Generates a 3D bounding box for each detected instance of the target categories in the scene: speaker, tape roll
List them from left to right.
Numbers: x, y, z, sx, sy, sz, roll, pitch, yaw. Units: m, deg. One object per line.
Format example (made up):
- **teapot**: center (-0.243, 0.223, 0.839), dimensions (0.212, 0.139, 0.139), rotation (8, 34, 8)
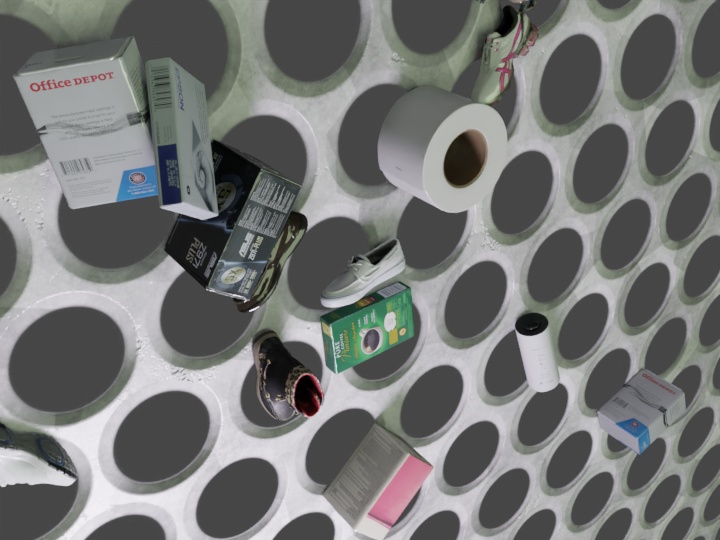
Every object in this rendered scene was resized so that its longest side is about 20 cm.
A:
- **tape roll**: center (0.150, -0.223, 1.546), dimensions (0.202, 0.139, 0.204), rotation (-18, 123, -30)
- **speaker**: center (0.423, 0.196, 2.021), dimensions (0.081, 0.081, 0.201), rotation (-36, 130, -18)

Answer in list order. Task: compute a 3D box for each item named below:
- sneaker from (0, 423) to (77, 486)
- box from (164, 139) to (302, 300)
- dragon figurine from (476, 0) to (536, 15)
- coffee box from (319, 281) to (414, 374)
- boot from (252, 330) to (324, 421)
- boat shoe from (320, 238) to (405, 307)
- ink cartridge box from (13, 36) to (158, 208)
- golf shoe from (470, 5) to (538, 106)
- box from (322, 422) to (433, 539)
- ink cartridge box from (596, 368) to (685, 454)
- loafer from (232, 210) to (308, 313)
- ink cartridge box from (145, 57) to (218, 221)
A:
- **sneaker**: center (-0.542, 0.302, 1.336), dimensions (0.200, 0.075, 0.087), rotation (34, 102, -37)
- **box**: center (-0.203, -0.080, 1.326), dimensions (0.086, 0.164, 0.201), rotation (19, 101, -43)
- **dragon figurine**: center (0.298, -0.537, 1.540), dimensions (0.200, 0.059, 0.100), rotation (-44, 107, -13)
- **coffee box**: center (0.015, 0.111, 1.680), dimensions (0.199, 0.044, 0.124), rotation (-25, 125, -27)
- **boot**: center (-0.128, 0.223, 1.552), dimensions (0.073, 0.150, 0.201), rotation (-22, 125, -27)
- **boat shoe**: center (0.000, 0.000, 1.600), dimensions (0.200, 0.073, 0.066), rotation (-33, 125, -33)
- **ink cartridge box**: center (-0.352, -0.199, 1.150), dimensions (0.144, 0.084, 0.201), rotation (-8, 124, 6)
- **golf shoe**: center (0.252, -0.399, 1.587), dimensions (0.092, 0.072, 0.201), rotation (34, 80, -35)
- **box**: center (0.039, 0.454, 1.820), dimensions (0.200, 0.128, 0.109), rotation (-54, 134, -1)
- **ink cartridge box**: center (0.785, 0.391, 2.364), dimensions (0.200, 0.145, 0.084), rotation (-37, 131, -17)
- **loafer**: center (-0.169, -0.023, 1.456), dimensions (0.071, 0.073, 0.201), rotation (31, 87, -34)
- **ink cartridge box**: center (-0.240, -0.176, 1.197), dimensions (0.040, 0.200, 0.201), rotation (-7, 88, 7)
